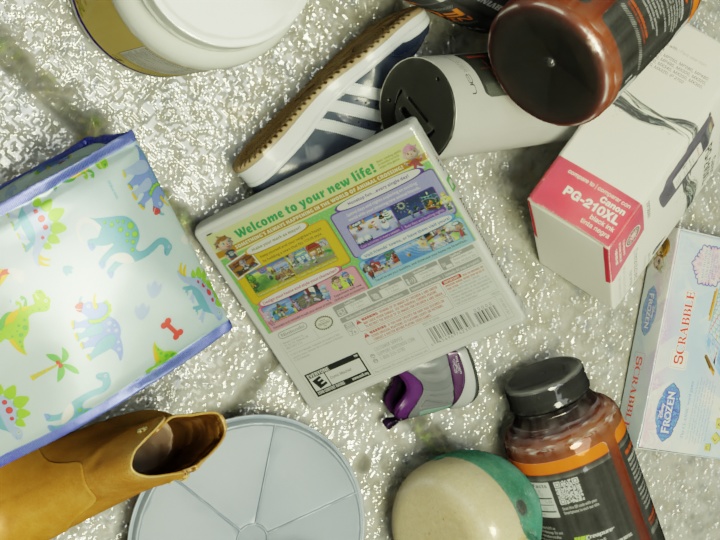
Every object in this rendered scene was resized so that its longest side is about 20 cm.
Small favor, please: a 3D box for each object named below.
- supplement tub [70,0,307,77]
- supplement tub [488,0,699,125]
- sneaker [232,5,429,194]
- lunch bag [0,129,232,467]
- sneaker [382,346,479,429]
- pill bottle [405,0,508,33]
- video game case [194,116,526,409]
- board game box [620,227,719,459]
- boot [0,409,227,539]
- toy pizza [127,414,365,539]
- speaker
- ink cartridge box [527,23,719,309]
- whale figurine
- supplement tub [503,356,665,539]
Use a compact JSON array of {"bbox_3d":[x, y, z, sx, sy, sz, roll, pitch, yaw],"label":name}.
[{"bbox_3d":[-0.120,-0.212,0.985,0.144,0.200,0.147,-2,95,-22],"label":"supplement tub"},{"bbox_3d":[0.190,-0.202,1.057,0.200,0.107,0.107,-44,110,-34],"label":"supplement tub"},{"bbox_3d":[0.002,-0.112,1.115,0.200,0.070,0.109,-45,108,-9],"label":"sneaker"},{"bbox_3d":[-0.223,0.019,1.005,0.200,0.127,0.171,-35,107,-26],"label":"lunch bag"},{"bbox_3d":[0.033,0.030,1.141,0.087,0.074,0.201,-20,103,-14],"label":"sneaker"},{"bbox_3d":[0.082,-0.247,1.090,0.199,0.106,0.107,11,91,-51],"label":"pill bottle"},{"bbox_3d":[0.000,0.000,1.083,0.199,0.022,0.183,-24,111,21],"label":"video game case"},{"bbox_3d":[0.343,0.074,1.286,0.198,0.041,0.202,11,91,-23],"label":"board game box"},{"bbox_3d":[-0.201,0.147,0.985,0.201,0.144,0.071,-26,95,-40],"label":"boot"},{"bbox_3d":[-0.091,0.212,1.125,0.199,0.032,0.202,-4,100,-21],"label":"toy pizza"},{"bbox_3d":[0.108,-0.134,1.114,0.199,0.081,0.082,-12,100,-44],"label":"speaker"},{"bbox_3d":[0.233,-0.089,1.166,0.084,0.145,0.200,33,79,21],"label":"ink cartridge box"},{"bbox_3d":[0.109,0.243,1.154,0.103,0.159,0.201,-23,91,-42],"label":"whale figurine"},{"bbox_3d":[0.188,0.177,1.197,0.106,0.107,0.201,-25,103,-18],"label":"supplement tub"}]
